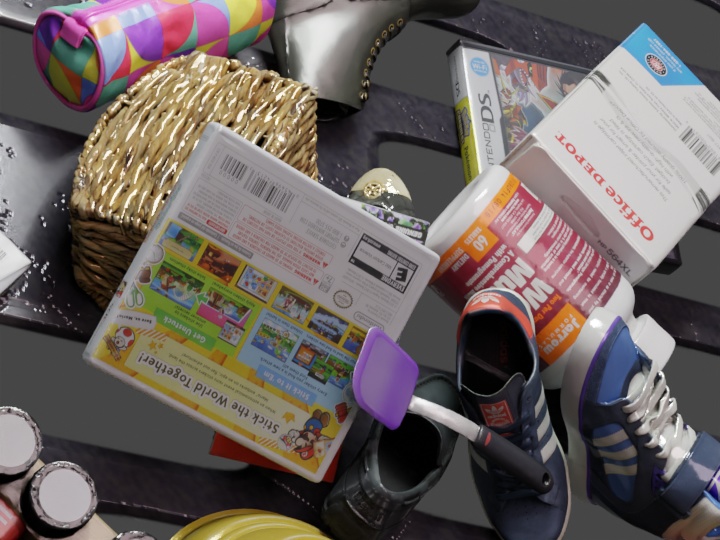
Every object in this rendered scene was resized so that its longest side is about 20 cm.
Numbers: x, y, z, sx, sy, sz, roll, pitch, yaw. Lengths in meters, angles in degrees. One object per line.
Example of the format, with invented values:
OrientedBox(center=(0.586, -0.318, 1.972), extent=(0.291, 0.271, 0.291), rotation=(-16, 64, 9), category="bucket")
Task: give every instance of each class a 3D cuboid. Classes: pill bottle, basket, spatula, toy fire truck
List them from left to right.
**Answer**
OrientedBox(center=(-0.238, 0.206, 1.476), extent=(0.176, 0.129, 0.200), rotation=(45, 60, -3), category="toy fire truck")
OrientedBox(center=(-0.126, -0.042, 1.724), extent=(0.142, 0.149, 0.200), rotation=(16, 48, 17), category="basket")
OrientedBox(center=(0.067, 0.110, 1.670), extent=(0.200, 0.021, 0.057), rotation=(33, 66, -27), category="spatula")
OrientedBox(center=(0.142, 0.021, 1.829), extent=(0.200, 0.110, 0.110), rotation=(42, 49, -4), category="pill bottle")

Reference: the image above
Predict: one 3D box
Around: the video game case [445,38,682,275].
OrientedBox(center=(0.171, -0.095, 1.972), extent=(0.199, 0.025, 0.182), rotation=(10, 58, -28), category="video game case")

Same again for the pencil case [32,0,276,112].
OrientedBox(center=(-0.152, -0.187, 1.779), extent=(0.200, 0.088, 0.089), rotation=(-31, 82, -41), category="pencil case")

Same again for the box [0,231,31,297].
OrientedBox(center=(-0.339, 0.003, 1.573), extent=(0.156, 0.041, 0.200), rotation=(44, 48, -2), category="box")

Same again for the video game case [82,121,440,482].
OrientedBox(center=(-0.065, 0.024, 1.612), extent=(0.199, 0.023, 0.183), rotation=(30, 87, -28), category="video game case")

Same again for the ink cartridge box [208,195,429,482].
OrientedBox(center=(-0.030, 0.048, 1.675), extent=(0.108, 0.050, 0.201), rotation=(15, 89, -27), category="ink cartridge box")

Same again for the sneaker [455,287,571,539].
OrientedBox(center=(0.106, 0.113, 1.735), extent=(0.084, 0.075, 0.201), rotation=(0, 77, -79), category="sneaker")

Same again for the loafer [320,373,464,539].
OrientedBox(center=(0.037, 0.130, 1.706), extent=(0.068, 0.070, 0.201), rotation=(42, 34, -1), category="loafer")

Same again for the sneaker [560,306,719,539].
OrientedBox(center=(0.228, 0.121, 1.731), extent=(0.146, 0.201, 0.081), rotation=(19, 49, 23), category="sneaker")

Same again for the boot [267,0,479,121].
OrientedBox(center=(0.012, -0.180, 1.897), extent=(0.199, 0.077, 0.139), rotation=(-2, 68, -19), category="boot")

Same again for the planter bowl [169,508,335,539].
OrientedBox(center=(-0.044, 0.241, 1.595), extent=(0.200, 0.083, 0.201), rotation=(16, 55, -25), category="planter bowl")

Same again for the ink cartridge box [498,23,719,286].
OrientedBox(center=(0.214, -0.086, 1.923), extent=(0.146, 0.084, 0.200), rotation=(47, 49, 0), category="ink cartridge box")

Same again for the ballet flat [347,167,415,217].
OrientedBox(center=(0.000, 0.000, 1.774), extent=(0.057, 0.066, 0.201), rotation=(61, 34, -47), category="ballet flat")
